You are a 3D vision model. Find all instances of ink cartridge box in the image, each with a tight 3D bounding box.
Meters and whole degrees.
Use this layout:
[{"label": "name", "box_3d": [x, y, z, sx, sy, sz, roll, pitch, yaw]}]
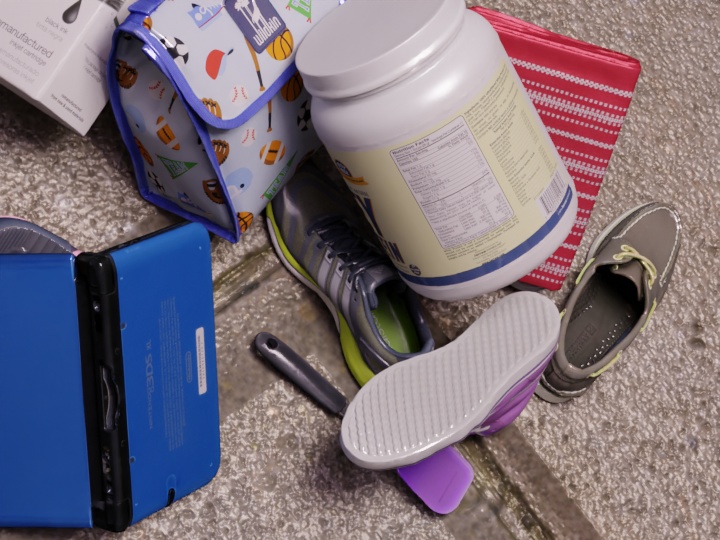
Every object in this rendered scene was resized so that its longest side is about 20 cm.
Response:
[{"label": "ink cartridge box", "box_3d": [-0.211, -0.223, 1.447, 0.146, 0.084, 0.200, 32, 86, 24]}]

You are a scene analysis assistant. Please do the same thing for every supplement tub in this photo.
[{"label": "supplement tub", "box_3d": [0.053, -0.095, 1.417, 0.145, 0.145, 0.200, -46, 121, -26]}]

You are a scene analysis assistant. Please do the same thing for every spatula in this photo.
[{"label": "spatula", "box_3d": [0.000, 0.110, 1.506, 0.200, 0.021, 0.057, 36, 51, -3]}]

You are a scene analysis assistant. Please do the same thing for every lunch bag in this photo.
[{"label": "lunch bag", "box_3d": [-0.092, -0.151, 1.452, 0.124, 0.200, 0.170, 23, 57, 30]}]

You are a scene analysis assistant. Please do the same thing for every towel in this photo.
[{"label": "towel", "box_3d": [0.116, -0.090, 1.517, 0.144, 0.201, 0.023, 16, 25, -3]}]

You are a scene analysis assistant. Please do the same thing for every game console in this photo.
[{"label": "game console", "box_3d": [-0.196, 0.071, 1.400, 0.170, 0.118, 0.201, -24, 119, -51]}]

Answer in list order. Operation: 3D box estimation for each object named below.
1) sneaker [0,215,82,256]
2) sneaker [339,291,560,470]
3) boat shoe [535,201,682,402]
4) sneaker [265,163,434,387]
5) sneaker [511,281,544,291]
[{"label": "sneaker", "box_3d": [-0.195, 0.025, 1.444, 0.070, 0.082, 0.200, -48, 116, -3]}, {"label": "sneaker", "box_3d": [0.066, 0.107, 1.478, 0.200, 0.114, 0.073, -29, 63, -26]}, {"label": "boat shoe", "box_3d": [0.204, 0.019, 1.588, 0.072, 0.060, 0.202, 39, 64, -3]}, {"label": "sneaker", "box_3d": [0.000, 0.000, 1.511, 0.074, 0.081, 0.200, -31, 85, -26]}, {"label": "sneaker", "box_3d": [0.119, -0.088, 1.565, 0.071, 0.112, 0.201, -16, 79, -23]}]
